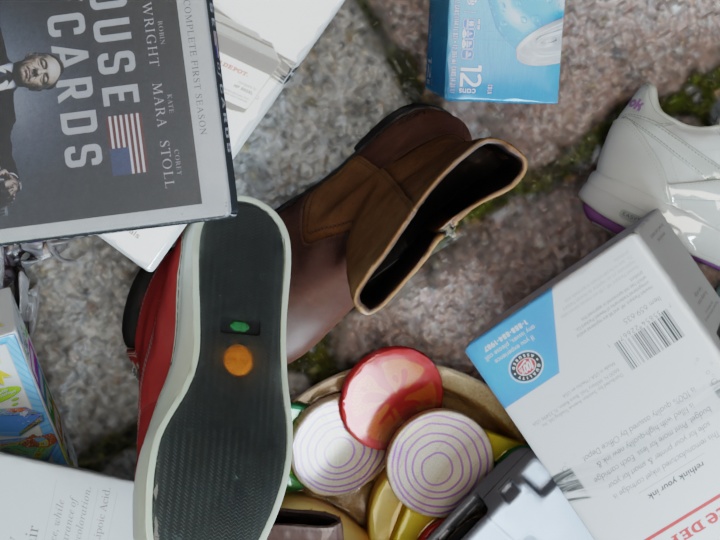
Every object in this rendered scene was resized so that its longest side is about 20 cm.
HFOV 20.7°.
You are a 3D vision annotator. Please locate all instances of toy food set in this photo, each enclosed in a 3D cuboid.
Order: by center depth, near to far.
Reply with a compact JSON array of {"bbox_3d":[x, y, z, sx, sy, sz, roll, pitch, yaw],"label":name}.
[{"bbox_3d":[0.019,0.144,1.101,0.198,0.049,0.200,20,98,-10],"label":"toy food set"}]

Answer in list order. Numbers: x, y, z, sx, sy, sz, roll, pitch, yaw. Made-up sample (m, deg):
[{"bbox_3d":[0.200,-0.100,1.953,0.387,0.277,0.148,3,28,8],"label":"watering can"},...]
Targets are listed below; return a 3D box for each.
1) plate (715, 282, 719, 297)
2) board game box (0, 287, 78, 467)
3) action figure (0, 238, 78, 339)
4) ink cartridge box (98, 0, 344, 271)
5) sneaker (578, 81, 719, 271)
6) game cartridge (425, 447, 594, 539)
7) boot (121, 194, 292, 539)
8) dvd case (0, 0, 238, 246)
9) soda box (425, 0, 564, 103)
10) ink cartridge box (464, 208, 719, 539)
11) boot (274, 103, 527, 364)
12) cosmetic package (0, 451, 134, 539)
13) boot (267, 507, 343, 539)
[{"bbox_3d":[0.292,0.054,1.131,0.198,0.026,0.202,-1,100,-7],"label":"plate"},{"bbox_3d":[-0.258,0.091,1.026,0.198,0.034,0.135,-15,135,-3],"label":"board game box"},{"bbox_3d":[-0.243,-0.008,1.030,0.198,0.069,0.132,-5,98,-9],"label":"action figure"},{"bbox_3d":[-0.079,-0.113,0.990,0.084,0.145,0.201,36,95,-10],"label":"ink cartridge box"},{"bbox_3d":[0.223,-0.038,1.067,0.198,0.075,0.100,21,92,2],"label":"sneaker"},{"bbox_3d":[0.066,0.208,1.078,0.200,0.042,0.133,-46,119,2],"label":"game cartridge"},{"bbox_3d":[-0.089,0.075,0.999,0.072,0.144,0.202,13,71,-21],"label":"boot"},{"bbox_3d":[-0.163,-0.087,0.908,0.198,0.025,0.152,-7,93,5],"label":"dvd case"},{"bbox_3d":[0.074,-0.191,1.034,0.063,0.068,0.202,1,100,-7],"label":"soda box"},{"bbox_3d":[0.161,0.085,1.035,0.115,0.067,0.201,-34,90,22],"label":"ink cartridge box"},{"bbox_3d":[0.000,0.000,0.993,0.188,0.200,0.069,-41,104,2],"label":"boot"},{"bbox_3d":[-0.215,0.132,0.972,0.199,0.074,0.103,15,82,-31],"label":"cosmetic package"},{"bbox_3d":[-0.011,0.207,0.992,0.198,0.072,0.168,5,107,15],"label":"boot"}]
